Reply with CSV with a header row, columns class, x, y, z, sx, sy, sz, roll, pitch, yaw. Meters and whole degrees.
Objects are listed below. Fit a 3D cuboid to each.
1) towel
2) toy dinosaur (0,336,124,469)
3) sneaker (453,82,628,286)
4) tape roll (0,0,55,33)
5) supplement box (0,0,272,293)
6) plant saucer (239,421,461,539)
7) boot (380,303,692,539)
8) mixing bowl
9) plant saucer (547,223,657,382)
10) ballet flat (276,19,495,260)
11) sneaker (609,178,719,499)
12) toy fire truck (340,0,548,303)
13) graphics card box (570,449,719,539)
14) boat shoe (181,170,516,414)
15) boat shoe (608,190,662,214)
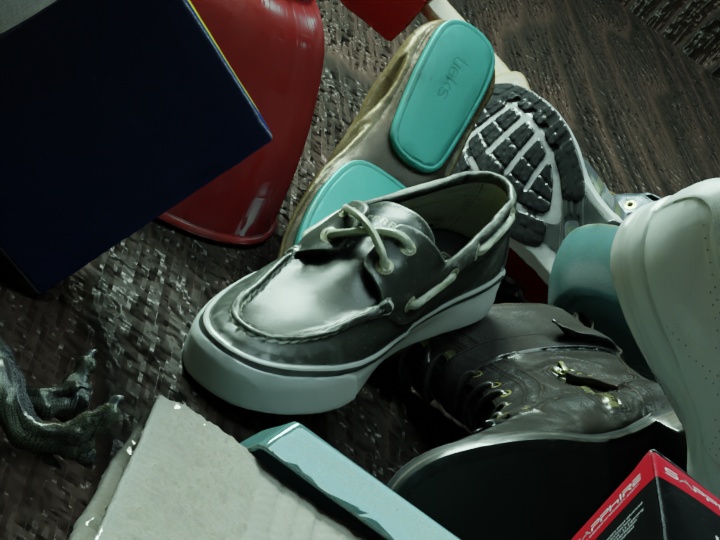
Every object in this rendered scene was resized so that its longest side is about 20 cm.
class,x,y,z,sx,sy,sz,roll,pitch,yaw
towel,-0.030,0.115,0.574,0.132,0.035,0.200,38,15,-7
toy dinosaur,-0.120,0.032,0.579,0.087,0.048,0.200,17,23,-17
sneaker,0.116,-0.019,1.069,0.201,0.074,0.081,56,4,23
tape roll,-0.155,-0.146,0.681,0.203,0.202,0.037,57,-6,47
supplement box,-0.133,-0.109,0.748,0.110,0.108,0.200,57,-1,-44
plant saucer,0.041,0.116,0.690,0.199,0.019,0.070,36,-15,-7
boot,0.059,0.065,0.828,0.198,0.070,0.174,-6,21,-31
mixing bowl,-0.090,-0.118,0.922,0.199,0.109,0.200,36,16,-12
plant saucer,0.156,0.067,0.941,0.200,0.027,0.201,45,-20,22
ballet flat,0.004,-0.040,0.938,0.068,0.072,0.201,35,56,-15
sneaker,0.169,0.059,0.736,0.075,0.088,0.201,-29,93,-35
toy fire truck,0.062,-0.089,1.144,0.199,0.049,0.142,36,53,-9
graphics card box,0.067,0.145,0.538,0.051,0.126,0.200,37,16,-6
boat shoe,0.000,0.000,0.808,0.070,0.064,0.199,33,31,21
boat shoe,0.139,-0.027,1.196,0.200,0.091,0.071,43,17,15
